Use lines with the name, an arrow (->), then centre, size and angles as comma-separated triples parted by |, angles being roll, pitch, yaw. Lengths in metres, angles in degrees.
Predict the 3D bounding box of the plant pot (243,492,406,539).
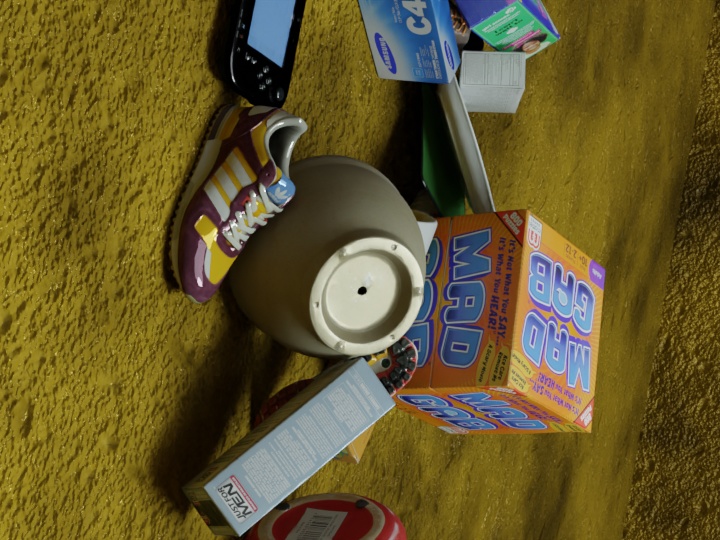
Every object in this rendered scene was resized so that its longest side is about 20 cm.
plant pot -> -0.028, 0.350, 1.518 | 0.200, 0.198, 0.185 | -38, 129, -58

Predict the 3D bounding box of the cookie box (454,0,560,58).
cookie box -> 0.158, -0.362, 1.774 | 0.173, 0.075, 0.200 | 64, 18, 14

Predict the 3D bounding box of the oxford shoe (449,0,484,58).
oxford shoe -> 0.099, -0.316, 1.755 | 0.200, 0.072, 0.072 | 25, 75, -65

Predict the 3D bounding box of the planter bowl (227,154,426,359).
planter bowl -> -0.018, 0.003, 1.387 | 0.198, 0.135, 0.203 | -8, 112, -20

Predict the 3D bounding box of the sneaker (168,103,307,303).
sneaker -> -0.111, -0.064, 1.327 | 0.075, 0.089, 0.202 | 46, 54, -60

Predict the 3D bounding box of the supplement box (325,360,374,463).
supplement box -> -0.001, 0.123, 1.675 | 0.067, 0.068, 0.201 | 69, 35, -46

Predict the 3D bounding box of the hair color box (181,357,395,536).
hair color box -> -0.070, 0.170, 1.375 | 0.199, 0.099, 0.061 | -37, 94, -21

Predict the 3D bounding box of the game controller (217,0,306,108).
game controller -> -0.088, -0.259, 1.376 | 0.104, 0.042, 0.203 | 34, 64, -65

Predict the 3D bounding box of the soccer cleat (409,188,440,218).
soccer cleat -> 0.083, -0.071, 1.822 | 0.200, 0.069, 0.088 | 11, 72, -70

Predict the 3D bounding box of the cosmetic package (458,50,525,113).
cosmetic package -> 0.168, -0.243, 1.845 | 0.200, 0.081, 0.051 | 46, 48, -87

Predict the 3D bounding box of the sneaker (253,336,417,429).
sneaker -> -0.021, 0.137, 1.504 | 0.078, 0.198, 0.082 | 61, 8, 8

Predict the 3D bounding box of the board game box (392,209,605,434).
board game box -> 0.144, 0.066, 1.648 | 0.199, 0.198, 0.203 | 30, 62, -49

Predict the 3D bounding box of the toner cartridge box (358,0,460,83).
toner cartridge box -> 0.049, -0.305, 1.618 | 0.043, 0.094, 0.201 | -62, 149, -35

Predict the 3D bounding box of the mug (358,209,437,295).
mug -> 0.004, 0.002, 1.562 | 0.186, 0.148, 0.155 | -1, 106, -60

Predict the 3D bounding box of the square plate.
square plate -> 0.130, -0.152, 1.784 | 0.200, 0.028, 0.201 | -87, 160, -81

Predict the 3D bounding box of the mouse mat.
mouse mat -> 0.104, -0.134, 1.808 | 0.162, 0.007, 0.202 | 58, 24, -43
